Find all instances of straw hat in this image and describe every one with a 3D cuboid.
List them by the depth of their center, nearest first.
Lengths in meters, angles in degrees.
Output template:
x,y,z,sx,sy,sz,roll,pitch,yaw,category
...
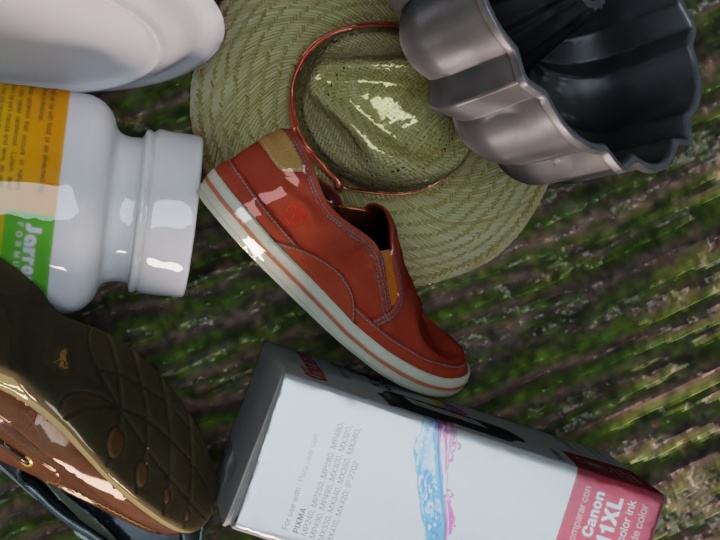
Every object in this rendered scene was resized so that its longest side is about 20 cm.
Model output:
x,y,z,sx,sy,sz,roll,pitch,yaw,category
0.014,-0.082,1.213,0.200,0.085,0.202,0,95,-6,straw hat

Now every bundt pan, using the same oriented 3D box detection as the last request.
x,y,z,sx,sy,sz,roll,pitch,yaw,category
0.083,-0.131,1.179,0.076,0.202,0.202,-22,98,34,bundt pan

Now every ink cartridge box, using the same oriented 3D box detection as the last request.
x,y,z,sx,sy,sz,roll,pitch,yaw,category
0.035,0.110,1.198,0.199,0.146,0.083,19,92,-7,ink cartridge box

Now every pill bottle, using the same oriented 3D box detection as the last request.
x,y,z,sx,sy,sz,roll,pitch,yaw,category
-0.182,-0.038,1.182,0.199,0.111,0.112,7,93,-6,pill bottle

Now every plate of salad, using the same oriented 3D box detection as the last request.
x,y,z,sx,sy,sz,roll,pitch,yaw,category
-0.163,-0.133,1.143,0.199,0.200,0.048,7,72,-7,plate of salad

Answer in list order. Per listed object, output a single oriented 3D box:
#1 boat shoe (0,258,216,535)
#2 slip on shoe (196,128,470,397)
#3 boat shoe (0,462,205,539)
x,y,z,sx,sy,sz,roll,pitch,yaw,category
-0.154,0.064,1.162,0.067,0.072,0.200,-27,123,38,boat shoe
0.000,0.000,1.191,0.061,0.074,0.200,-43,128,4,slip on shoe
-0.155,0.080,1.218,0.073,0.062,0.200,-43,97,-1,boat shoe
